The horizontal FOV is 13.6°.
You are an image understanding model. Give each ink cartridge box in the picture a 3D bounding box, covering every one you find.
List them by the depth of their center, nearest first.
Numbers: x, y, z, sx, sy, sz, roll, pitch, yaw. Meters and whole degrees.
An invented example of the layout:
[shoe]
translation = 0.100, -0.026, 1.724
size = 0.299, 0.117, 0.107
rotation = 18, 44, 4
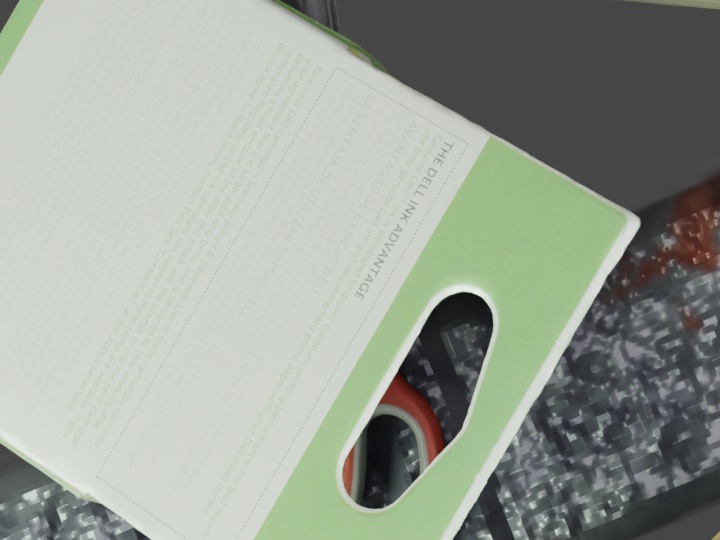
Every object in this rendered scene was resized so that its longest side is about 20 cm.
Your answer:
[ink cartridge box]
translation = -0.032, 0.004, 0.833
size = 0.199, 0.048, 0.146
rotation = 31, 91, 24

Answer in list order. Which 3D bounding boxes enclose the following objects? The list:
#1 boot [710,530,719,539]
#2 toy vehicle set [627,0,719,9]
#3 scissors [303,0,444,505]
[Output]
[boot]
translation = 0.052, 0.119, 0.749
size = 0.138, 0.200, 0.078
rotation = -18, 83, -38
[toy vehicle set]
translation = 0.091, -0.137, 0.836
size = 0.199, 0.026, 0.125
rotation = 7, 89, 22
[scissors]
translation = 0.000, 0.000, 0.875
size = 0.073, 0.014, 0.202
rotation = 10, 88, 10
